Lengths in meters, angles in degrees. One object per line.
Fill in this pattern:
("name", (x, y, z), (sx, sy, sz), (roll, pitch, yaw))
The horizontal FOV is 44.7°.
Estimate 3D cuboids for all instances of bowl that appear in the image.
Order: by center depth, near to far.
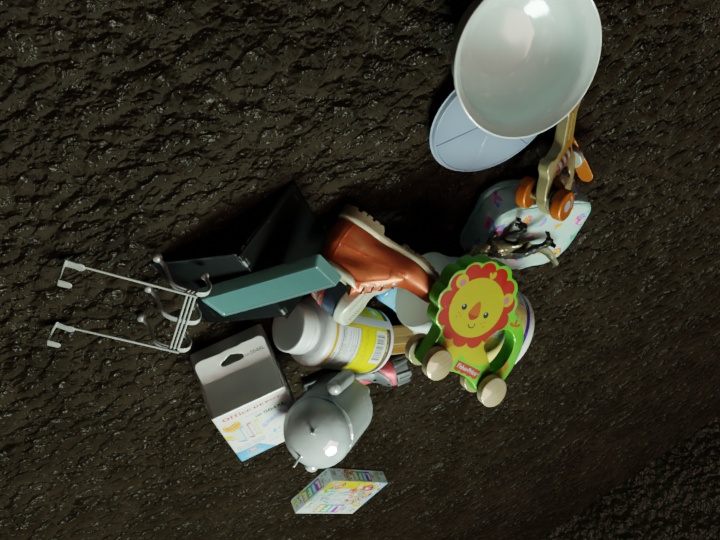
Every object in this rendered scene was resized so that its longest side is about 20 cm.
("bowl", (0.187, -0.272, 1.072), (0.197, 0.091, 0.204), (-10, 121, -17))

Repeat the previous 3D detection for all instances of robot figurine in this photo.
("robot figurine", (-0.051, 0.235, 1.382), (0.200, 0.111, 0.172), (-40, 147, -62))

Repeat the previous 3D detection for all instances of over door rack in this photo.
("over door rack", (-0.313, 0.042, 1.180), (0.196, 0.067, 0.149), (6, 139, -21))

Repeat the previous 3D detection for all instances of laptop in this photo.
("laptop", (-0.160, -0.019, 1.256), (0.201, 0.115, 0.188), (-53, 150, -14))

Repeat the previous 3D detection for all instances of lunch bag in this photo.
("lunch bag", (0.270, -0.080, 1.424), (0.197, 0.078, 0.162), (-9, 141, -26))

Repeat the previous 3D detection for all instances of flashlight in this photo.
("flashlight", (-0.005, 0.207, 1.617), (0.197, 0.069, 0.068), (-21, 158, -11))

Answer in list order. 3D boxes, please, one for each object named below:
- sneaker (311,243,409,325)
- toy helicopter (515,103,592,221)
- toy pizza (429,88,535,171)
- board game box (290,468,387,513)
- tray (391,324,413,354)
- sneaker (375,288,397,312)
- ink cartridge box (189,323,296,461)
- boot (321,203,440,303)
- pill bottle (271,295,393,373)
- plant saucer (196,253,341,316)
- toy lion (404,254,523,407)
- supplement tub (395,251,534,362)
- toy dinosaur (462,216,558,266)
("sneaker", (0.000, 0.000, 1.339), (0.199, 0.084, 0.076), (-37, 152, -45))
("toy helicopter", (0.305, -0.181, 1.299), (0.131, 0.078, 0.203), (-26, 129, -44))
("toy pizza", (0.182, -0.219, 1.217), (0.197, 0.032, 0.202), (-18, 145, -13))
("board game box", (-0.047, 0.510, 2.016), (0.134, 0.035, 0.198), (-45, 143, 24))
("tray", (0.089, 0.122, 1.570), (0.197, 0.038, 0.098), (-4, 163, -34))
("sneaker", (0.096, 0.055, 1.465), (0.078, 0.091, 0.199), (-42, 143, 20))
("ink cartridge box", (-0.182, 0.195, 1.417), (0.127, 0.126, 0.201), (-24, 147, -5))
("boot", (0.031, 0.006, 1.262), (0.108, 0.198, 0.075), (-58, -170, -13))
("pill bottle", (-0.045, 0.103, 1.409), (0.198, 0.110, 0.109), (15, 128, -46))
("plant saucer", (-0.126, 0.024, 1.199), (0.197, 0.019, 0.070), (-16, 147, 22))
("toy lion", (0.169, 0.080, 1.280), (0.198, 0.069, 0.194), (29, 95, -35))
("supplement tub", (0.166, 0.067, 1.393), (0.198, 0.147, 0.145), (27, 120, -34))
("toy dinosaur", (0.249, -0.039, 1.353), (0.197, 0.048, 0.088), (3, 153, -26))
